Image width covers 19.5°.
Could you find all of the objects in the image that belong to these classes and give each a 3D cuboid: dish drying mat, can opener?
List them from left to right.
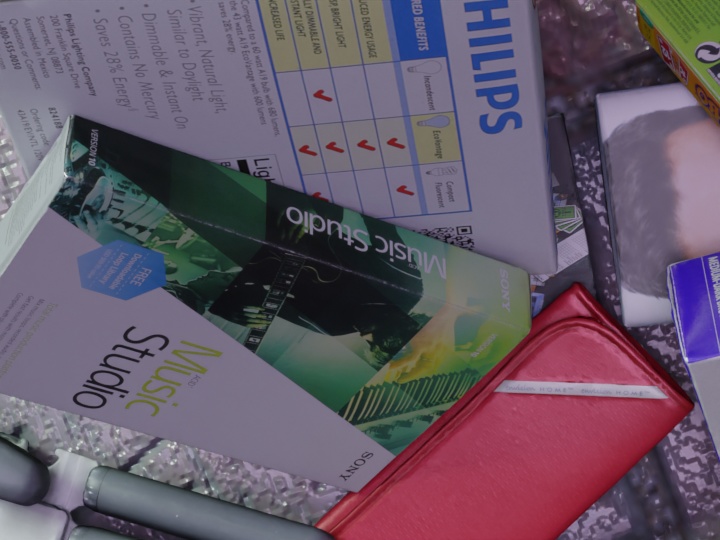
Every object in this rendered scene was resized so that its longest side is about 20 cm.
[{"bbox_3d":[-0.110,0.111,0.908,0.200,0.066,0.053,16,82,10],"label":"can opener"},{"bbox_3d":[0.048,0.099,0.905,0.077,0.018,0.200,45,104,2],"label":"dish drying mat"}]

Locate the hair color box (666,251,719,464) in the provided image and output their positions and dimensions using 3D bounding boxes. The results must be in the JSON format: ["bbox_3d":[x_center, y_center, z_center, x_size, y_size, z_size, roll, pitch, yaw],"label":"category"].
[{"bbox_3d":[0.233,0.030,0.825,0.200,0.065,0.109,-16,129,12],"label":"hair color box"}]

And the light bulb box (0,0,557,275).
[{"bbox_3d":[-0.031,-0.091,0.815,0.200,0.198,0.125,-5,54,5],"label":"light bulb box"}]

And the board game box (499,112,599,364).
[{"bbox_3d":[0.000,0.000,0.917,0.200,0.023,0.105,-10,94,6],"label":"board game box"}]

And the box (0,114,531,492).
[{"bbox_3d":[-0.053,0.021,0.833,0.200,0.144,0.036,17,50,-23],"label":"box"}]

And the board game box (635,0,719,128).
[{"bbox_3d":[0.221,-0.119,0.846,0.200,0.030,0.096,-29,56,-5],"label":"board game box"}]

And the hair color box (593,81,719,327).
[{"bbox_3d":[0.203,-0.038,0.875,0.200,0.061,0.099,-8,92,7],"label":"hair color box"}]
